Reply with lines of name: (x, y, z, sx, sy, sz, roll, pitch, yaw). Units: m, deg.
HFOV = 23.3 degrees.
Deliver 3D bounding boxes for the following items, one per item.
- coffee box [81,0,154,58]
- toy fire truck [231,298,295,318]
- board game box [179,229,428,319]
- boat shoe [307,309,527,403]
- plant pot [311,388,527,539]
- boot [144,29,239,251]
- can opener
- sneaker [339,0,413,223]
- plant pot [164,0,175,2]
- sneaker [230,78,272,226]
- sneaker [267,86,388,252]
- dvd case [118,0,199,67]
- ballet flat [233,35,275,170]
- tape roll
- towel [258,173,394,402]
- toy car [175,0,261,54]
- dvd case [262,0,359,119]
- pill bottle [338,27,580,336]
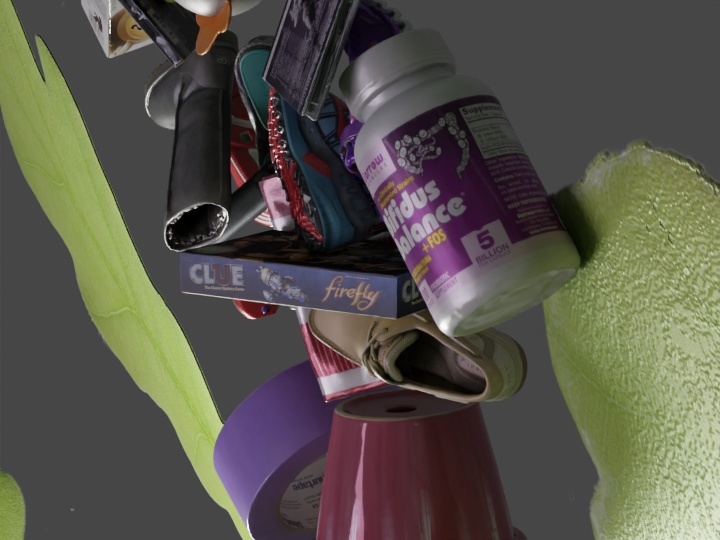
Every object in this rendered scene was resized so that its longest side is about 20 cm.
coffee box: (-0.228, -0.320, 1.815, 0.080, 0.113, 0.200, 62, 162, 18)
toy fire truck: (-0.027, 0.007, 1.548, 0.141, 0.199, 0.049, -70, -36, -71)
board game box: (-0.024, 0.001, 1.382, 0.199, 0.135, 0.035, 6, 101, 30)
boat shoe: (0.034, 0.059, 1.401, 0.200, 0.065, 0.072, 19, 109, 29)
plant pot: (0.046, 0.203, 1.522, 0.200, 0.199, 0.180, -162, 67, -69)
boot: (-0.163, -0.110, 1.668, 0.182, 0.072, 0.201, 133, 137, -59)
can opener: (-0.075, -0.066, 1.622, 0.067, 0.053, 0.200, 49, 133, -4)
sneaker: (0.019, -0.117, 1.340, 0.081, 0.088, 0.201, 112, 135, -69)
plant pot: (-0.162, -0.341, 1.499, 0.190, 0.200, 0.200, 60, 167, -20)
sneaker: (-0.133, -0.128, 1.829, 0.200, 0.078, 0.116, 62, 162, 23)
sneaker: (-0.020, -0.095, 1.416, 0.079, 0.095, 0.200, 100, 158, -50)
dvd case: (-0.181, -0.280, 1.590, 0.149, 0.016, 0.200, 49, -151, -13)
ballet flat: (-0.069, -0.134, 1.664, 0.072, 0.072, 0.201, 38, 146, 59)
tape roll: (-0.037, 0.178, 1.699, 0.085, 0.200, 0.200, 57, 161, 35)
towel: (0.000, 0.000, 1.461, 0.023, 0.144, 0.201, -14, -92, -62)
toy car: (-0.095, -0.253, 1.250, 0.177, 0.184, 0.201, -151, 62, -64)
dvd case: (-0.029, -0.198, 1.294, 0.200, 0.016, 0.149, -130, 58, -72)
pill bottle: (0.063, -0.064, 1.222, 0.200, 0.112, 0.112, 63, 163, 15)
